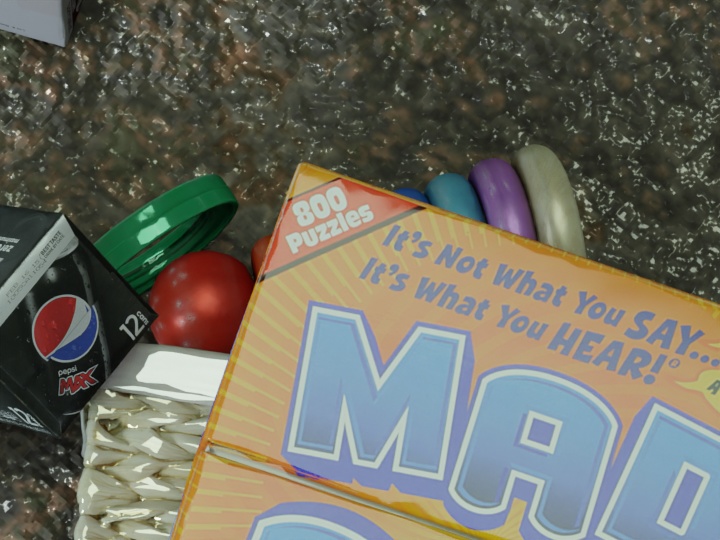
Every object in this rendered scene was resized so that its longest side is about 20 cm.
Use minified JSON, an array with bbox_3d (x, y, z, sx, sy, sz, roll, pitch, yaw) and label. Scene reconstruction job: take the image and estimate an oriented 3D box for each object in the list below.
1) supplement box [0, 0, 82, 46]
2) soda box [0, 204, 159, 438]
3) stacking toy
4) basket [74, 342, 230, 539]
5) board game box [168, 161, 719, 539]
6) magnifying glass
[{"bbox_3d":[-0.139,-0.223,1.126,0.061,0.109,0.201,16,70,0],"label":"supplement box"},{"bbox_3d":[-0.172,0.014,0.992,0.071,0.200,0.063,-52,121,-20],"label":"soda box"},{"bbox_3d":[0.000,0.000,1.081,0.199,0.085,0.086,-11,72,-6],"label":"stacking toy"},{"bbox_3d":[-0.030,0.115,1.006,0.199,0.136,0.124,9,74,-3],"label":"basket"},{"bbox_3d":[0.032,0.108,0.843,0.199,0.200,0.201,18,76,-3],"label":"board game box"},{"bbox_3d":[-0.141,0.020,1.064,0.200,0.080,0.022,-37,81,-6],"label":"magnifying glass"}]
